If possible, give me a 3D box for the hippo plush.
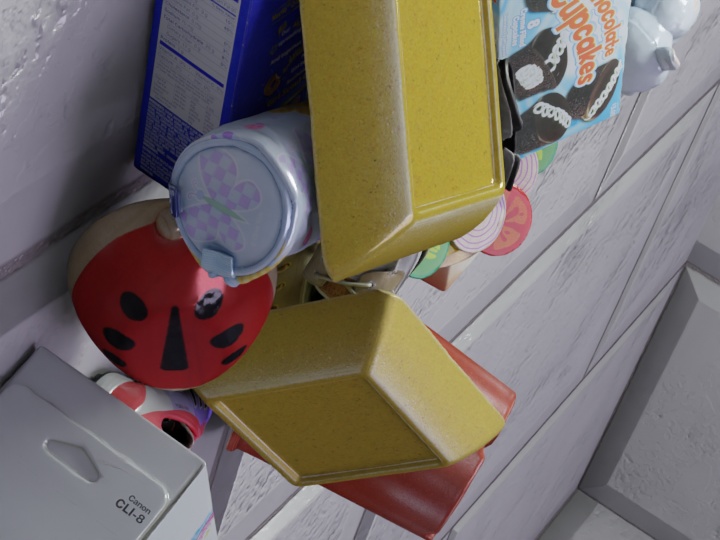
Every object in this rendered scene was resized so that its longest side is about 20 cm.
[{"bbox_3d":[0.223,-0.237,1.605,0.201,0.160,0.159,-54,-178,-18],"label":"hippo plush"}]

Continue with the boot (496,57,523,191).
[{"bbox_3d":[0.047,-0.142,1.284,0.068,0.129,0.201,-77,159,-48],"label":"boot"}]

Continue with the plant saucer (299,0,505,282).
[{"bbox_3d":[0.035,-0.107,1.089,0.200,0.048,0.203,-19,106,-62],"label":"plant saucer"}]

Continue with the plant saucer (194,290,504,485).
[{"bbox_3d":[-0.020,0.101,1.360,0.200,0.198,0.049,48,40,-45],"label":"plant saucer"}]

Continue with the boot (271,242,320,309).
[{"bbox_3d":[-0.076,0.002,1.376,0.156,0.072,0.200,-60,168,8],"label":"boot"}]

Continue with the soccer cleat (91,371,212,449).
[{"bbox_3d":[-0.146,0.116,1.361,0.069,0.073,0.200,-59,164,4],"label":"soccer cleat"}]

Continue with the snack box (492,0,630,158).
[{"bbox_3d":[0.139,-0.172,1.322,0.115,0.037,0.201,-25,144,-16],"label":"snack box"}]

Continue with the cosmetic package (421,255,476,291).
[{"bbox_3d":[0.068,-0.088,1.582,0.087,0.103,0.201,-48,160,-32],"label":"cosmetic package"}]

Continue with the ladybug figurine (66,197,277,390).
[{"bbox_3d":[-0.119,0.020,1.153,0.200,0.134,0.073,93,-6,-65],"label":"ladybug figurine"}]

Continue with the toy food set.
[{"bbox_3d":[0.076,-0.093,1.425,0.199,0.048,0.200,-26,119,-30],"label":"toy food set"}]

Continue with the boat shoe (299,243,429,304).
[{"bbox_3d":[0.000,0.000,1.324,0.069,0.074,0.201,-52,166,-34],"label":"boat shoe"}]

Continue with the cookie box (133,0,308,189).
[{"bbox_3d":[-0.054,-0.158,1.129,0.171,0.075,0.201,-43,159,-40],"label":"cookie box"}]

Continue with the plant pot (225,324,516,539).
[{"bbox_3d":[0.016,0.119,1.563,0.202,0.194,0.201,-58,178,-4],"label":"plant pot"}]

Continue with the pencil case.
[{"bbox_3d":[-0.032,-0.055,1.097,0.200,0.082,0.092,-29,119,-59],"label":"pencil case"}]

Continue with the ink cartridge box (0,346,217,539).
[{"bbox_3d":[-0.192,0.180,1.209,0.145,0.145,0.201,-50,161,-25],"label":"ink cartridge box"}]
